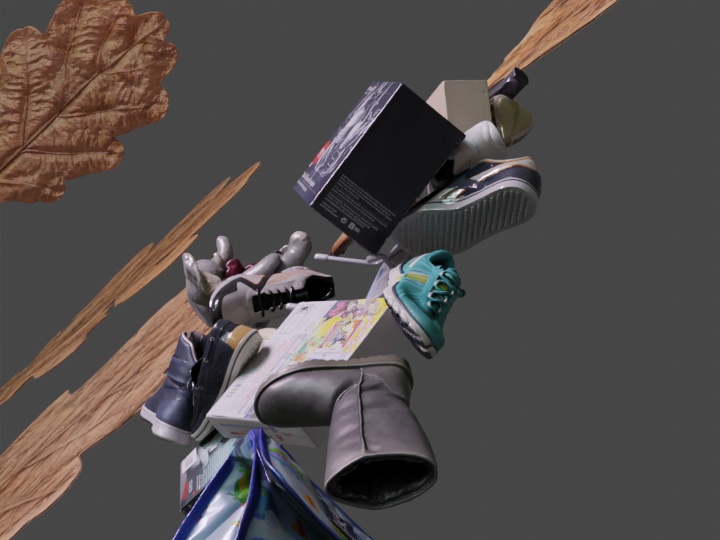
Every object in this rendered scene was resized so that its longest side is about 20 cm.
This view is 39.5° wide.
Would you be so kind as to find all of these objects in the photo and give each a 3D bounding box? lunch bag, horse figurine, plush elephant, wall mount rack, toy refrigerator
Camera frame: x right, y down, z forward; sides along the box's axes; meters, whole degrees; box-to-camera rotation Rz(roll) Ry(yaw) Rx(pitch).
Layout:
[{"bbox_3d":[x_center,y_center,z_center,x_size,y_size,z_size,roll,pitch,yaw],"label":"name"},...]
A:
[{"bbox_3d":[-0.048,0.227,0.695,0.127,0.170,0.200,-35,16,26],"label":"lunch bag"},{"bbox_3d":[0.027,-0.081,1.499,0.132,0.050,0.200,-41,12,-20],"label":"horse figurine"},{"bbox_3d":[-0.193,0.018,1.521,0.200,0.155,0.165,-58,-2,-30],"label":"plush elephant"},{"bbox_3d":[0.000,0.000,1.317,0.174,0.075,0.200,-33,18,36],"label":"wall mount rack"},{"bbox_3d":[0.122,-0.194,1.398,0.070,0.076,0.200,-3,-10,-13],"label":"toy refrigerator"}]

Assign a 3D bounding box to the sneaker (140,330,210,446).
[{"bbox_3d":[-0.246,0.157,1.404,0.202,0.077,0.147,3,72,71],"label":"sneaker"}]

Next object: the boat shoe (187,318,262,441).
[{"bbox_3d":[-0.181,0.137,1.261,0.075,0.062,0.200,-48,-13,-51],"label":"boat shoe"}]

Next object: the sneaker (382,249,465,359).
[{"bbox_3d":[0.073,0.026,1.092,0.079,0.078,0.200,-30,19,13],"label":"sneaker"}]

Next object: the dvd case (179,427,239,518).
[{"bbox_3d":[-0.146,0.205,1.244,0.200,0.022,0.146,-42,16,1],"label":"dvd case"}]

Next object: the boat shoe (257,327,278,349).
[{"bbox_3d":[-0.165,0.128,1.396,0.200,0.072,0.065,-13,33,51],"label":"boat shoe"}]

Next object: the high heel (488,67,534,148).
[{"bbox_3d":[0.177,-0.190,1.417,0.143,0.071,0.200,-46,15,36],"label":"high heel"}]

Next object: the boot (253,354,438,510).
[{"bbox_3d":[-0.021,0.154,0.938,0.181,0.073,0.200,-16,26,8],"label":"boot"}]

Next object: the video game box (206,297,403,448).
[{"bbox_3d":[-0.060,0.114,1.168,0.182,0.047,0.200,-8,36,50],"label":"video game box"}]

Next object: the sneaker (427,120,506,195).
[{"bbox_3d":[0.114,-0.129,1.292,0.080,0.071,0.200,-28,-8,-19],"label":"sneaker"}]

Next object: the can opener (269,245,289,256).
[{"bbox_3d":[-0.173,0.036,1.704,0.200,0.053,0.067,-41,-16,8],"label":"can opener"}]

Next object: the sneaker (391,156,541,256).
[{"bbox_3d":[0.130,-0.076,1.199,0.199,0.079,0.080,-17,33,36],"label":"sneaker"}]

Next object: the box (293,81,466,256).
[{"bbox_3d":[0.016,-0.135,1.261,0.182,0.104,0.200,-52,14,2],"label":"box"}]

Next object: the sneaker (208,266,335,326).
[{"bbox_3d":[-0.121,0.034,1.411,0.200,0.074,0.080,-19,14,-38],"label":"sneaker"}]
